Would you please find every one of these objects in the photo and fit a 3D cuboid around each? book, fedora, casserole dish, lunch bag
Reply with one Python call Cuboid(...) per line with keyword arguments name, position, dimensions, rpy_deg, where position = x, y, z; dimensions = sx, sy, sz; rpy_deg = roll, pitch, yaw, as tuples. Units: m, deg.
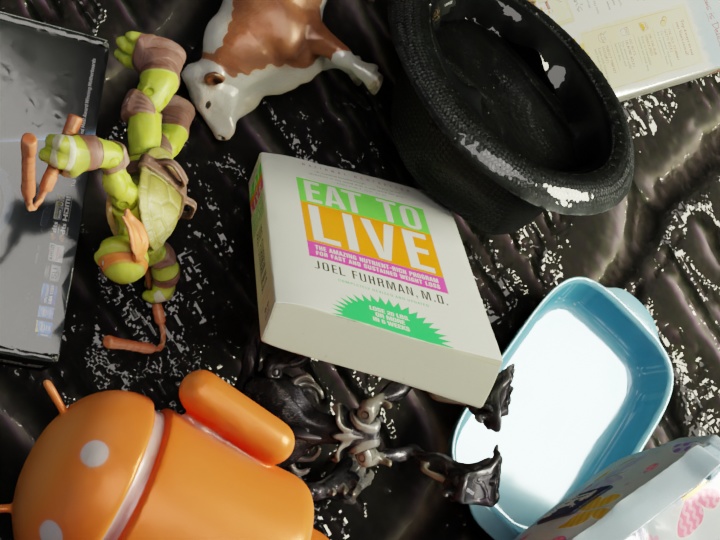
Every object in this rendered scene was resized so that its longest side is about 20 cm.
Cuboid(name="book", position=(0.000, 0.000, 0.829), dimensions=(0.132, 0.201, 0.048), rpy_deg=(17, 115, -16))
Cuboid(name="fedora", position=(0.082, -0.097, 0.905), dimensions=(0.199, 0.092, 0.202), rpy_deg=(20, 45, -21))
Cuboid(name="casserole dish", position=(0.131, 0.098, 0.941), dimensions=(0.121, 0.039, 0.201), rpy_deg=(43, 66, -10))
Cuboid(name="lunch bag", position=(0.150, 0.198, 0.837), dimensions=(0.169, 0.201, 0.127), rpy_deg=(-31, 53, -24))

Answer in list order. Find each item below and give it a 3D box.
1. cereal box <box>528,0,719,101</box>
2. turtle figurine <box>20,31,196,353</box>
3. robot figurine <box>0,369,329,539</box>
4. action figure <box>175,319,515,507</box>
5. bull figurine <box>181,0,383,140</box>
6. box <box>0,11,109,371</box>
Cuboid(name="cereal box", position=(0.177, -0.195, 1.019), dimensions=(0.198, 0.039, 0.145), rpy_deg=(-17, 87, -26))
Cuboid(name="turtle figurine", position=(-0.129, -0.057, 0.800), dimensions=(0.064, 0.201, 0.163), rpy_deg=(-6, 55, 15))
Cuboid(name="robot figurine", position=(-0.105, 0.143, 0.763), dimensions=(0.199, 0.144, 0.117), rpy_deg=(31, 40, -16))
Cuboid(name="action figure", position=(-0.009, 0.091, 0.849), dimensions=(0.197, 0.102, 0.120), rpy_deg=(7, 96, 12))
Cuboid(name="bull figurine", position=(-0.042, -0.173, 0.908), dimensions=(0.120, 0.065, 0.202), rpy_deg=(18, 73, -20))
Cuboid(name="box", position=(-0.241, -0.055, 0.809), dimensions=(0.158, 0.043, 0.203), rpy_deg=(13, 74, -21))
